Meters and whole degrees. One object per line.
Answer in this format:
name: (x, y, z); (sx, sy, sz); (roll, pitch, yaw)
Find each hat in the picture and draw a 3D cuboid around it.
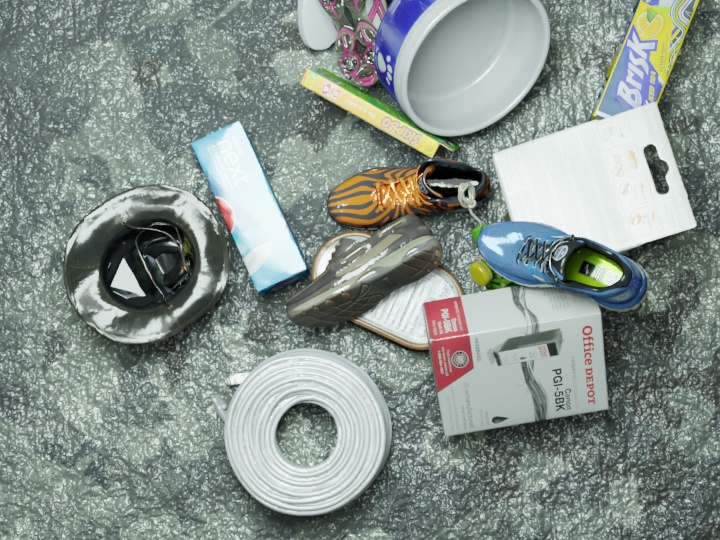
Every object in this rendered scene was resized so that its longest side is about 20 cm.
hat: (-0.258, -0.005, 1.666); (0.200, 0.081, 0.201); (1, 85, -6)

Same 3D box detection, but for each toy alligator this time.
toy alligator: (0.164, -0.013, 1.614); (0.059, 0.054, 0.200); (-36, 121, -24)

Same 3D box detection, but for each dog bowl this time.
dog bowl: (0.118, -0.260, 1.608); (0.200, 0.200, 0.079); (-37, 49, -1)

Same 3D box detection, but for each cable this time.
cable: (-0.064, 0.193, 1.644); (0.200, 0.069, 0.200); (-23, 85, 0)

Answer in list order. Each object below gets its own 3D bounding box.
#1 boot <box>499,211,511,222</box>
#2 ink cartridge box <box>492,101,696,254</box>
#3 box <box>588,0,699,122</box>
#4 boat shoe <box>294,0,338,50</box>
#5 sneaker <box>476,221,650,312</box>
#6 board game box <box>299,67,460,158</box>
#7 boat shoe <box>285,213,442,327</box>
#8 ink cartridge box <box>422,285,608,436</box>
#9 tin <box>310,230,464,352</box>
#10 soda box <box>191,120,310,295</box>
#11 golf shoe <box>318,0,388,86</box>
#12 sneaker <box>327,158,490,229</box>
boot: (0.251, -0.015, 1.654); (0.097, 0.075, 0.200); (-42, 75, 8)
ink cartridge box: (0.271, -0.089, 1.600); (0.200, 0.050, 0.161); (-17, 76, 10)
box: (0.346, -0.259, 1.668); (0.070, 0.064, 0.200); (22, 87, 4)
boat shoe: (-0.058, -0.375, 1.694); (0.072, 0.068, 0.200); (-11, 109, -36)
sneaker: (0.221, -0.017, 1.525); (0.200, 0.089, 0.079); (16, 80, 24)
board game box: (0.026, -0.188, 1.659); (0.200, 0.096, 0.030); (27, 102, 5)
boat shoe: (0.000, 0.000, 1.631); (0.200, 0.075, 0.073); (-27, 59, 4)
ink cartridge box: (0.182, 0.100, 1.603); (0.200, 0.083, 0.147); (-10, 122, 2)
tin: (0.034, 0.024, 1.672); (0.200, 0.042, 0.112); (24, 82, 4)
soda box: (-0.133, -0.075, 1.673); (0.068, 0.064, 0.200); (-25, 84, 0)
golf shoe: (-0.005, -0.322, 1.666); (0.072, 0.092, 0.200); (-9, 98, 21)
sneaker: (0.056, -0.100, 1.642); (0.200, 0.112, 0.078); (-11, 85, 1)
